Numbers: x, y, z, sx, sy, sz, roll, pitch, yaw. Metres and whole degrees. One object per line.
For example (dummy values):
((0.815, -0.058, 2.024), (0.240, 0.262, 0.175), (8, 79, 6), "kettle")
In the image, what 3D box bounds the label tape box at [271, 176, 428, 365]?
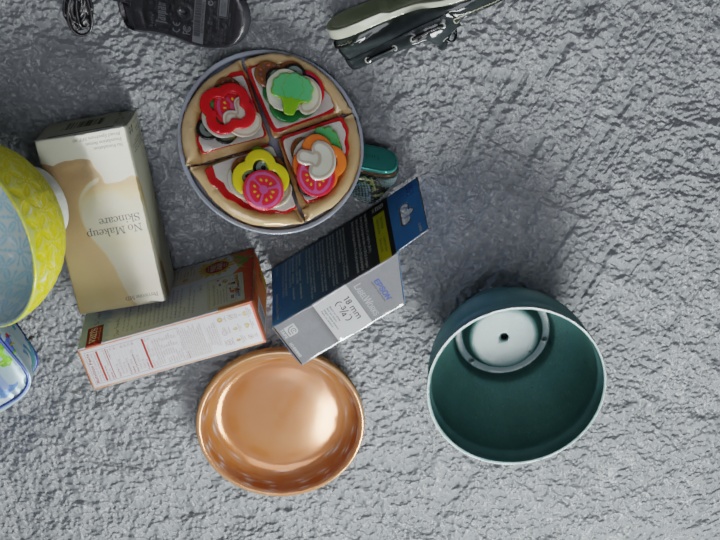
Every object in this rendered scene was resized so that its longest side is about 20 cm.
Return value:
((0.000, 0.000, 1.662), (0.199, 0.144, 0.063), (-31, 114, 12), "label tape box")

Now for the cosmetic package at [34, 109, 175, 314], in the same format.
((-0.272, -0.062, 1.641), (0.105, 0.071, 0.201), (-10, 110, 5), "cosmetic package")

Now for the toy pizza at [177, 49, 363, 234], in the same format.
((-0.090, -0.137, 1.586), (0.199, 0.032, 0.201), (3, 76, -15), "toy pizza")

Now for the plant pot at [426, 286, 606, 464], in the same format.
((0.168, 0.100, 1.728), (0.199, 0.134, 0.201), (-1, 116, -2), "plant pot")

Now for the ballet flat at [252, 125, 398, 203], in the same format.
((-0.059, -0.118, 1.648), (0.199, 0.074, 0.075), (19, 114, -9), "ballet flat")

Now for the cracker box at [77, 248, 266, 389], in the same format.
((-0.204, 0.052, 1.683), (0.199, 0.134, 0.058), (-15, 116, 5), "cracker box")

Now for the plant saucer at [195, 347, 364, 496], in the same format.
((-0.095, 0.175, 1.805), (0.199, 0.038, 0.201), (-1, 116, -3), "plant saucer")

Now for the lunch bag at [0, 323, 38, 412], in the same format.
((-0.476, 0.110, 1.724), (0.199, 0.083, 0.161), (-30, 114, 11), "lunch bag")

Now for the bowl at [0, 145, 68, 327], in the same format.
((-0.366, -0.052, 1.571), (0.199, 0.108, 0.201), (19, 123, 32), "bowl")

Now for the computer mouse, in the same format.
((-0.206, -0.304, 1.557), (0.199, 0.046, 0.141), (6, 121, 7), "computer mouse")

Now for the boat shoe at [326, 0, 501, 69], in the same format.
((0.068, -0.256, 1.579), (0.198, 0.075, 0.066), (-18, 118, 6), "boat shoe")
